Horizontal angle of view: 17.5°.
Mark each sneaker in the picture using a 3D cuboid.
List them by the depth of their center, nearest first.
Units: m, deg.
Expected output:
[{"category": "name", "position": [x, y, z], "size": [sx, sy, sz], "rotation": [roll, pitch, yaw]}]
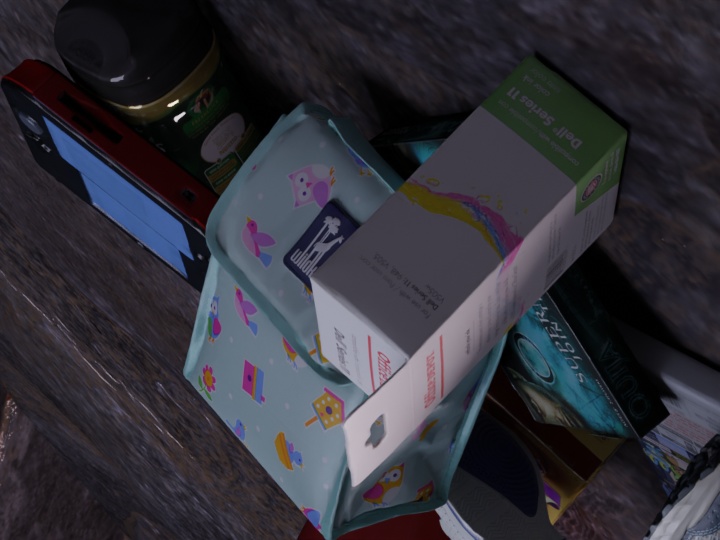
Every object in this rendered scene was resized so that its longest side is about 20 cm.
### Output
[{"category": "sneaker", "position": [0.189, 0.172, 1.269], "size": [0.086, 0.078, 0.201], "rotation": [29, 123, 12]}, {"category": "sneaker", "position": [0.087, 0.195, 1.457], "size": [0.200, 0.080, 0.115], "rotation": [53, 138, 13]}]

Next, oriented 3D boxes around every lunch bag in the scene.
[{"category": "lunch bag", "position": [-0.008, 0.025, 1.348], "size": [0.170, 0.122, 0.201], "rotation": [46, 136, 35]}]

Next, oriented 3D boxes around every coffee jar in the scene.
[{"category": "coffee jar", "position": [-0.120, -0.104, 1.533], "size": [0.104, 0.085, 0.200], "rotation": [31, 160, 40]}]

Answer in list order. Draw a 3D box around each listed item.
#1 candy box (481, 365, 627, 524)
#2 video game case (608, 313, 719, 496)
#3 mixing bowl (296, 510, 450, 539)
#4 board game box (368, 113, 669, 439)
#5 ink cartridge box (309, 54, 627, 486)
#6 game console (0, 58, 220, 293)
[{"category": "candy box", "position": [0.107, 0.104, 1.542], "size": [0.117, 0.056, 0.200], "rotation": [42, 167, 9]}, {"category": "video game case", "position": [0.226, 0.118, 1.321], "size": [0.200, 0.023, 0.183], "rotation": [29, 159, 45]}, {"category": "mixing bowl", "position": [0.055, 0.184, 1.726], "size": [0.199, 0.109, 0.200], "rotation": [14, -173, -2]}, {"category": "board game box", "position": [0.085, 0.004, 1.320], "size": [0.200, 0.028, 0.135], "rotation": [57, 163, -12]}, {"category": "ink cartridge box", "position": [0.040, 0.002, 1.152], "size": [0.067, 0.200, 0.117], "rotation": [40, 165, 16]}, {"category": "game console", "position": [-0.149, -0.048, 1.536], "size": [0.200, 0.031, 0.177], "rotation": [38, 163, 12]}]
